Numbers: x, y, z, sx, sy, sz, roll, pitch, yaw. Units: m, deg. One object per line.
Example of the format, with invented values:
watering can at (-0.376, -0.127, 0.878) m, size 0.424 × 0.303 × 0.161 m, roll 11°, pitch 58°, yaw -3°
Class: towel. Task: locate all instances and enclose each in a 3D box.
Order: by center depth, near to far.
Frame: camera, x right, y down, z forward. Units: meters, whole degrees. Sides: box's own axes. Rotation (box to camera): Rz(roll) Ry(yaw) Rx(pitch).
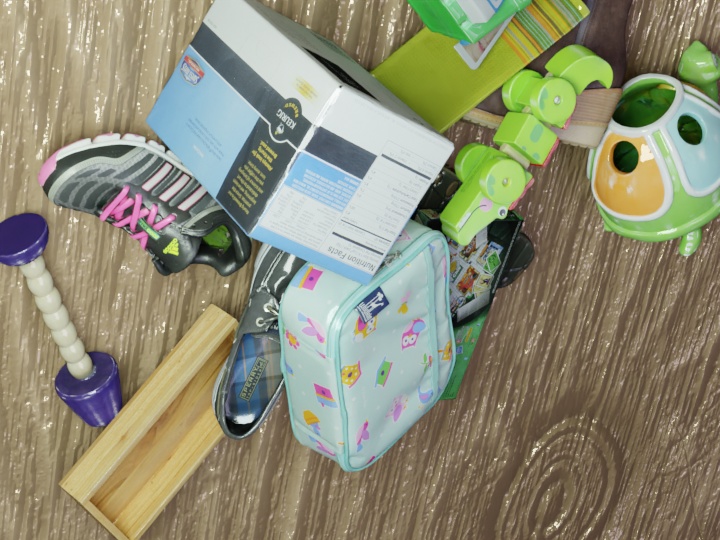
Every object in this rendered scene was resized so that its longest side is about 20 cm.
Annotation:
towel at (0.094, -0.189, 1.380) m, size 0.199 × 0.086 × 0.018 m, roll -39°, pitch 162°, yaw -6°

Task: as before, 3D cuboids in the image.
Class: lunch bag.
lunch bag at (0.012, 0.054, 1.345) m, size 0.160 × 0.077 × 0.202 m, roll -37°, pitch 141°, yaw -32°

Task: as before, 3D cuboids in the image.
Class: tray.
tray at (-0.165, 0.135, 1.406) m, size 0.201 × 0.037 × 0.099 m, roll -51°, pitch 146°, yaw -15°

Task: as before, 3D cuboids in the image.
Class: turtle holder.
turtle holder at (0.293, -0.119, 1.515) m, size 0.185 × 0.141 × 0.132 m, roll -34°, pitch 130°, yaw -8°

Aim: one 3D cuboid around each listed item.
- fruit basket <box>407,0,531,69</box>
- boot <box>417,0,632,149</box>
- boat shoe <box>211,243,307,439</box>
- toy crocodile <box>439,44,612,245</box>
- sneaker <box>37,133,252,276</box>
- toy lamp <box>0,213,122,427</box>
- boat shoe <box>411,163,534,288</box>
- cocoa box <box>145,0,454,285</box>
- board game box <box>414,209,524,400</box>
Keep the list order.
fruit basket at (0.108, -0.293, 1.317) m, size 0.200 × 0.094 × 0.185 m, roll -48°, pitch 129°, yaw -6°
boot at (0.147, -0.204, 1.430) m, size 0.198 × 0.072 × 0.168 m, roll 8°, pitch 97°, yaw -22°
boat shoe at (-0.074, 0.051, 1.354) m, size 0.069 × 0.066 × 0.202 m, roll 24°, pitch 105°, yaw -12°
toy crocodile at (0.136, -0.106, 1.369) m, size 0.062 × 0.067 × 0.201 m, roll 35°, pitch 86°, yaw -27°
sneaker at (-0.160, -0.045, 1.289) m, size 0.199 × 0.088 × 0.074 m, roll 16°, pitch 135°, yaw -40°
toy lamp at (-0.243, 0.047, 1.325) m, size 0.058 × 0.058 × 0.201 m, roll -30°, pitch 131°, yaw -13°
boat shoe at (0.077, -0.054, 1.461) m, size 0.076 × 0.074 × 0.200 m, roll -41°, pitch 134°, yaw 12°
cocoa box at (-0.051, -0.105, 1.258) m, size 0.133 × 0.200 × 0.132 m, roll 23°, pitch 105°, yaw -41°
board game box at (0.069, 0.034, 1.456) m, size 0.104 × 0.023 × 0.202 m, roll -2°, pitch 125°, yaw -33°
